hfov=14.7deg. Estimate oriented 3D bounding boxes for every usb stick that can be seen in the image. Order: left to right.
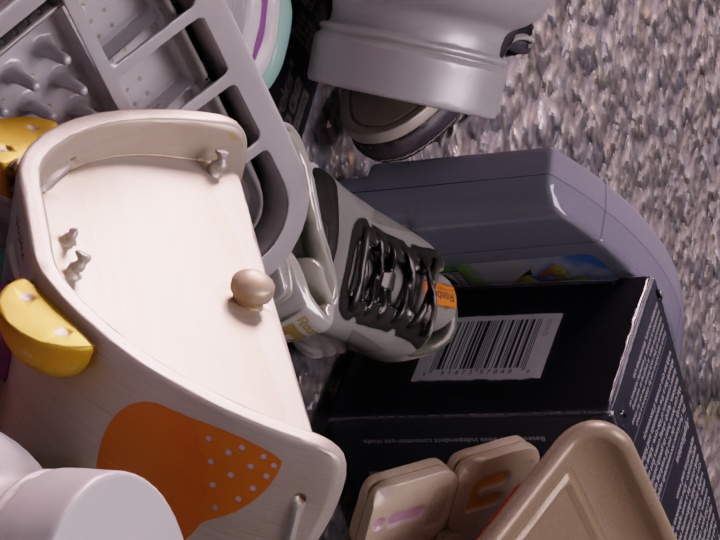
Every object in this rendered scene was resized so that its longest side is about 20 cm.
[{"bbox_3d":[-0.050,-0.050,1.229,0.056,0.032,0.201,51,45,-47],"label":"usb stick"}]

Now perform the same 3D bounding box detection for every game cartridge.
[{"bbox_3d":[0.085,0.001,1.392,0.200,0.133,0.041,46,42,-54],"label":"game cartridge"}]

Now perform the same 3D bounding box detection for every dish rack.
[{"bbox_3d":[-0.121,-0.021,0.995,0.200,0.043,0.172,-42,134,-18],"label":"dish rack"}]

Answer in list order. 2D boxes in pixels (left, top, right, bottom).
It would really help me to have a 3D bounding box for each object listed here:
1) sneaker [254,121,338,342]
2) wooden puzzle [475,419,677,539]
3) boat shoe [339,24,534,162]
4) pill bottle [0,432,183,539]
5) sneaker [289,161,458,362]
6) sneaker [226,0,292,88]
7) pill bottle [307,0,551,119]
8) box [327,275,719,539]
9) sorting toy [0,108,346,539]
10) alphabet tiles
[{"bbox_3d":[-0.068,0.036,1.098,0.074,0.115,0.201,14,79,-65],"label":"sneaker"},{"bbox_3d":[0.063,0.179,1.241,0.200,0.037,0.185,-46,141,-14],"label":"wooden puzzle"},{"bbox_3d":[0.047,-0.095,1.385,0.200,0.072,0.063,-58,136,-55],"label":"boat shoe"},{"bbox_3d":[-0.156,0.098,0.820,0.112,0.199,0.113,0,90,-64],"label":"pill bottle"},{"bbox_3d":[0.000,0.000,1.222,0.200,0.079,0.074,41,60,-77],"label":"sneaker"},{"bbox_3d":[-0.075,-0.171,1.129,0.140,0.077,0.201,11,79,-64],"label":"sneaker"},{"bbox_3d":[0.038,-0.171,1.190,0.112,0.112,0.201,5,98,-64],"label":"pill bottle"},{"bbox_3d":[0.088,0.113,1.377,0.105,0.147,0.201,-66,146,-47],"label":"box"},{"bbox_3d":[-0.096,0.064,0.926,0.200,0.106,0.181,-109,-143,-56],"label":"sorting toy"},{"bbox_3d":[0.020,0.164,1.260,0.195,0.015,0.201,-14,131,-38],"label":"alphabet tiles"}]
